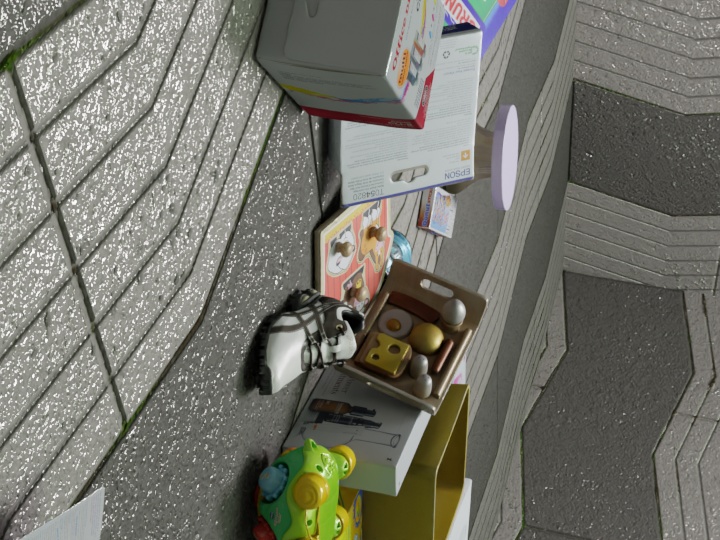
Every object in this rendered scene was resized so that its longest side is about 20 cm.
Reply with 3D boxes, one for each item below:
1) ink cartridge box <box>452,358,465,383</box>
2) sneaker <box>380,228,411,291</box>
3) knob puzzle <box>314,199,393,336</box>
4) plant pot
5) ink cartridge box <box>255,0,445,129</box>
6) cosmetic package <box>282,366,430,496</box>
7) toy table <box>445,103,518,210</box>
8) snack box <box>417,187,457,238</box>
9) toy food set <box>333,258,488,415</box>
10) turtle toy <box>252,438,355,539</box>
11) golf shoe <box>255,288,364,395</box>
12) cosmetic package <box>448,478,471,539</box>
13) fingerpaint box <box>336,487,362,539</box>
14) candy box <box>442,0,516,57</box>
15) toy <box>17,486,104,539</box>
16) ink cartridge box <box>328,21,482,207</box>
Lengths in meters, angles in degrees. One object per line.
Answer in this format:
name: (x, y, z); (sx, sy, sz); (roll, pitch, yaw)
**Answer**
ink cartridge box: (0.167, 0.280, 2.628); (0.201, 0.043, 0.198); (-67, 161, -47)
sneaker: (0.022, 0.046, 1.892); (0.095, 0.079, 0.202); (-37, 130, -50)
knob puzzle: (0.000, 0.000, 1.743); (0.220, 0.030, 0.222); (-42, 140, -49)
plant pot: (0.043, 0.278, 1.878); (0.201, 0.174, 0.202); (-61, 157, -54)
ink cartridge box: (-0.005, -0.252, 1.421); (0.200, 0.143, 0.147); (33, 67, -73)
cosmetic package: (0.003, 0.196, 1.723); (0.200, 0.149, 0.052); (-60, 155, -55)
toy table: (0.202, -0.198, 2.306); (0.184, 0.116, 0.202); (-59, 153, -54)
snack box: (0.133, -0.099, 2.286); (0.200, 0.024, 0.073); (13, 88, -76)
toy food set: (0.068, 0.083, 1.750); (0.061, 0.142, 0.201); (101, 16, -49)
turtle toy: (-0.077, 0.292, 1.575); (0.146, 0.100, 0.203); (-29, 128, -71)
golf shoe: (-0.056, 0.082, 1.542); (0.200, 0.093, 0.079); (-55, 152, -56)
cosmetic package: (0.114, 0.498, 2.398); (0.200, 0.121, 0.202); (-59, 154, -58)
fingerpaint box: (-0.054, 0.401, 1.786); (0.167, 0.072, 0.202); (-60, 155, -52)
candy box: (0.111, -0.367, 1.723); (0.169, 0.077, 0.201); (51, 56, -30)
toy: (-0.256, 0.237, 0.959); (0.200, 0.047, 0.117); (-34, 135, -66)
ink cartridge box: (0.053, -0.192, 1.648); (0.041, 0.197, 0.202); (43, -41, 51)
